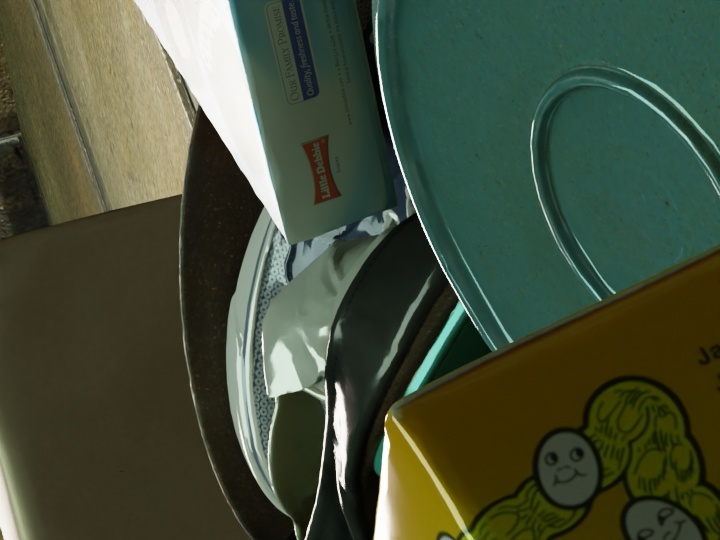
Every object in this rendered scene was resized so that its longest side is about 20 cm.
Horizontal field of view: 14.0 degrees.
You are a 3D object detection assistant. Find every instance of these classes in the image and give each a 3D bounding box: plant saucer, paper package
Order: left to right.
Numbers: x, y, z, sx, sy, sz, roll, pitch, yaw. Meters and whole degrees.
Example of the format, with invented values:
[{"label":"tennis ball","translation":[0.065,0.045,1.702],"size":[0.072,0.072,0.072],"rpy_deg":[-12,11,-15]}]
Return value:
[{"label":"paper package","translation":[-0.054,0.070,1.177],"size":[0.103,0.190,0.201],"rpy_deg":[158,98,-81]},{"label":"plant saucer","translation":[0.000,0.000,0.981],"size":[0.200,0.036,0.202],"rpy_deg":[-2,-90,-66]},{"label":"plant saucer","translation":[0.064,-0.015,0.587],"size":[0.200,0.027,0.201],"rpy_deg":[40,147,33]}]

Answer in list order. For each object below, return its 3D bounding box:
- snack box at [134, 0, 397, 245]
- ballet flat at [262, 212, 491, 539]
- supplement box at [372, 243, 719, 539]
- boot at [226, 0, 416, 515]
[{"label":"snack box","translation":[-0.046,-0.106,0.848],"size":[0.200,0.037,0.117],"rpy_deg":[-124,18,-56]},{"label":"ballet flat","translation":[0.004,0.038,0.812],"size":[0.068,0.068,0.201],"rpy_deg":[34,139,21]},{"label":"supplement box","translation":[0.094,0.101,0.458],"size":[0.200,0.109,0.109],"rpy_deg":[58,163,24]},{"label":"boot","translation":[0.013,-0.011,0.857],"size":[0.090,0.072,0.201],"rpy_deg":[-137,56,-68]}]
